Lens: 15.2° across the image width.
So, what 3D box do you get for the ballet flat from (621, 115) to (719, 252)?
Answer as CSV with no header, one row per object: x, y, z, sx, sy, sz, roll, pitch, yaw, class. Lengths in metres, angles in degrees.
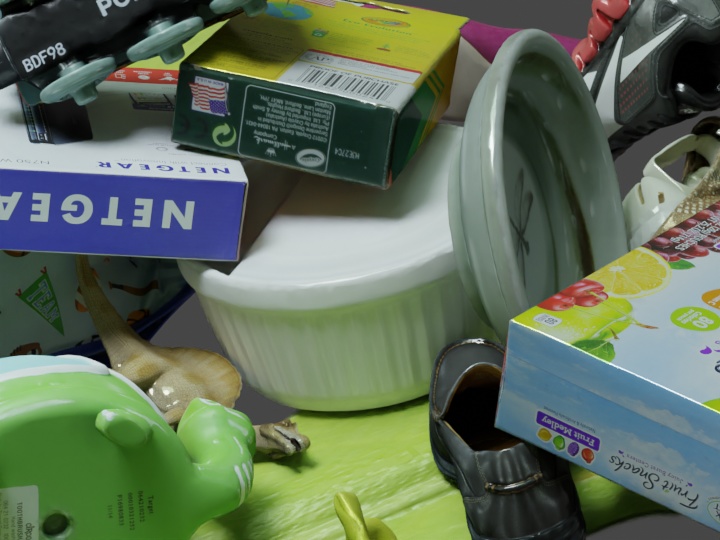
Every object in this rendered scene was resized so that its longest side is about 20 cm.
0.182,-0.032,1.531,0.065,0.071,0.200,36,32,5,ballet flat

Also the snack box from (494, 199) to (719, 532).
0.190,0.048,1.306,0.168,0.068,0.200,25,33,31,snack box

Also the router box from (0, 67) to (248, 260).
-0.174,-0.066,1.509,0.199,0.049,0.180,3,23,-14,router box

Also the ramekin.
0.000,0.000,1.528,0.202,0.095,0.203,-10,27,5,ramekin

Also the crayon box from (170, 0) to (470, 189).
-0.018,-0.110,1.541,0.127,0.051,0.200,13,23,11,crayon box

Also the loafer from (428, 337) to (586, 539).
0.072,0.077,1.371,0.073,0.073,0.200,-16,26,-4,loafer

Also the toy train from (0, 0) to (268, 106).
-0.117,-0.152,1.486,0.200,0.085,0.114,-27,1,1,toy train

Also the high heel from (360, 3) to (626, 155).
0.089,-0.135,1.724,0.199,0.068,0.096,25,36,-1,high heel

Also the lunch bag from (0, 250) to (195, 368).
-0.208,-0.007,1.597,0.200,0.124,0.170,-18,23,-39,lunch bag

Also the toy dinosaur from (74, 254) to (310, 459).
-0.118,0.065,1.479,0.200,0.058,0.101,38,53,25,toy dinosaur

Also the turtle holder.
-0.149,0.097,1.348,0.185,0.141,0.132,-33,30,-7,turtle holder

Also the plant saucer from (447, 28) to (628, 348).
0.087,-0.024,1.407,0.050,0.201,0.200,-9,26,22,plant saucer

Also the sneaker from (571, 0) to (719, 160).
0.163,-0.106,1.599,0.098,0.201,0.071,45,44,20,sneaker

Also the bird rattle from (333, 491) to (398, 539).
0.057,0.176,1.165,0.163,0.113,0.200,-6,26,-25,bird rattle

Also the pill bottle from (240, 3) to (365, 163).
-0.048,-0.094,1.710,0.112,0.113,0.200,-5,28,16,pill bottle
